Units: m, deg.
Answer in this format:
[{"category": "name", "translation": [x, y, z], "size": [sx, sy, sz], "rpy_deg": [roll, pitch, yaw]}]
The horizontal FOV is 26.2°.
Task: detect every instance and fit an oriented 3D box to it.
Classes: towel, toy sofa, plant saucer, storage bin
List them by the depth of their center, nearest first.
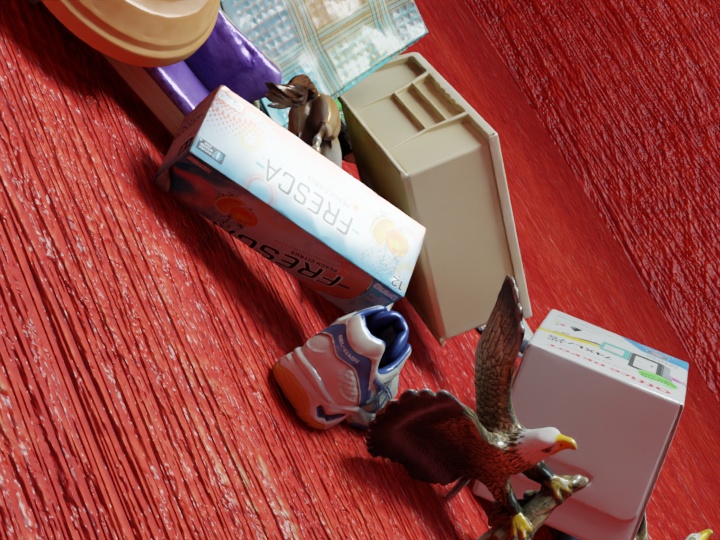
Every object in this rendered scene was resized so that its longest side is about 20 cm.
[{"category": "plant saucer", "translation": [-0.172, -0.246, 1.122], "size": [0.199, 0.037, 0.202], "rpy_deg": [28, 50, -39]}, {"category": "toy sofa", "translation": [-0.152, -0.177, 1.188], "size": [0.200, 0.097, 0.083], "rpy_deg": [49, 16, -20]}, {"category": "towel", "translation": [-0.037, -0.223, 1.339], "size": [0.022, 0.199, 0.148], "rpy_deg": [3, -56, 54]}, {"category": "storage bin", "translation": [0.064, -0.069, 1.445], "size": [0.199, 0.093, 0.201], "rpy_deg": [-124, -165, -53]}]

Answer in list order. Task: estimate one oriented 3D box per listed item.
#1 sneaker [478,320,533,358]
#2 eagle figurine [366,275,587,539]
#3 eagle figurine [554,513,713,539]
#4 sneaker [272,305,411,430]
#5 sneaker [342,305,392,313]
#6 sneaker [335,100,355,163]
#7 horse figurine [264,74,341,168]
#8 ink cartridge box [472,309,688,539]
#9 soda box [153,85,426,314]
[{"category": "sneaker", "translation": [0.149, 0.008, 1.754], "size": [0.201, 0.085, 0.077], "rpy_deg": [54, 14, -5]}, {"category": "eagle figurine", "translation": [0.098, 0.119, 1.187], "size": [0.201, 0.150, 0.152], "rpy_deg": [56, 20, -23]}, {"category": "eagle figurine", "translation": [0.277, 0.294, 1.487], "size": [0.199, 0.150, 0.153], "rpy_deg": [27, -54, 47]}, {"category": "sneaker", "translation": [0.008, 0.069, 1.157], "size": [0.076, 0.088, 0.200], "rpy_deg": [53, 13, 7]}, {"category": "sneaker", "translation": [0.000, 0.000, 1.353], "size": [0.200, 0.070, 0.081], "rpy_deg": [-109, -159, -86]}, {"category": "sneaker", "translation": [-0.035, -0.132, 1.538], "size": [0.199, 0.078, 0.086], "rpy_deg": [15, 47, -55]}, {"category": "horse figurine", "translation": [-0.042, -0.082, 1.260], "size": [0.133, 0.049, 0.201], "rpy_deg": [-83, 171, -52]}, {"category": "ink cartridge box", "translation": [0.204, 0.141, 1.400], "size": [0.145, 0.147, 0.200], "rpy_deg": [21, 11, 9]}, {"category": "soda box", "translation": [-0.050, -0.047, 1.151], "size": [0.199, 0.063, 0.069], "rpy_deg": [34, 56, -18]}]
